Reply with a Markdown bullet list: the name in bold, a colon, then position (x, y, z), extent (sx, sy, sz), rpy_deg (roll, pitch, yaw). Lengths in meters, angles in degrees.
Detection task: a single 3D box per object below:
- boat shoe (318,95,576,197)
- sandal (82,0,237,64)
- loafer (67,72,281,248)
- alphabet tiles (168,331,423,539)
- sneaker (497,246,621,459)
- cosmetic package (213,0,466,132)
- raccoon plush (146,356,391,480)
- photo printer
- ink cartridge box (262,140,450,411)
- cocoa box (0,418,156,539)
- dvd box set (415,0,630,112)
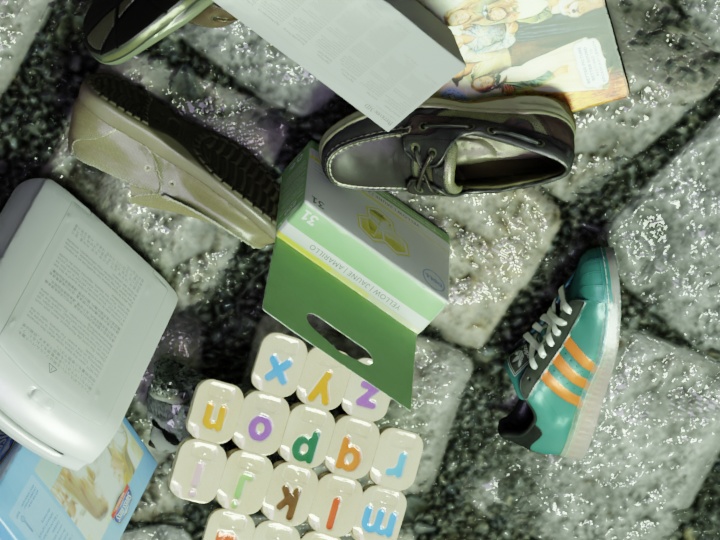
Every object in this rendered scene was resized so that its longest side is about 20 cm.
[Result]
- **boat shoe**: position (0.066, -0.090, 1.716), extent (0.199, 0.065, 0.074), rpy_deg (-9, 129, 7)
- **sandal**: position (-0.116, -0.213, 1.693), extent (0.200, 0.080, 0.057), rpy_deg (-26, 143, 18)
- **loafer**: position (-0.143, -0.077, 1.766), extent (0.200, 0.076, 0.068), rpy_deg (36, 118, -8)
- **alphabet tiles**: position (-0.051, 0.156, 1.829), extent (0.199, 0.015, 0.197), rpy_deg (16, 90, -18)
- **sneaker**: position (0.161, 0.068, 1.834), extent (0.079, 0.072, 0.201), rpy_deg (6, 121, -6)
- **cosmetic package**: position (-0.019, -0.186, 1.636), extent (0.082, 0.051, 0.200), rpy_deg (-39, 132, 19)
- **raccoon plush**: position (-0.084, 0.099, 1.876), extent (0.200, 0.097, 0.134), rpy_deg (-37, 101, -11)
- **photo printer**: position (-0.240, 0.047, 1.762), extent (0.166, 0.201, 0.069), rpy_deg (43, 131, -21)
- **ink cartridge box**: position (0.000, 0.000, 1.727), extent (0.145, 0.200, 0.048), rpy_deg (35, 116, -17)
- **cocoa box**: position (-0.276, 0.186, 1.822), extent (0.131, 0.200, 0.134), rpy_deg (-19, 117, 28)
- **dvd box set**: position (0.093, -0.174, 1.722), extent (0.199, 0.029, 0.147), rpy_deg (-14, 119, 9)
